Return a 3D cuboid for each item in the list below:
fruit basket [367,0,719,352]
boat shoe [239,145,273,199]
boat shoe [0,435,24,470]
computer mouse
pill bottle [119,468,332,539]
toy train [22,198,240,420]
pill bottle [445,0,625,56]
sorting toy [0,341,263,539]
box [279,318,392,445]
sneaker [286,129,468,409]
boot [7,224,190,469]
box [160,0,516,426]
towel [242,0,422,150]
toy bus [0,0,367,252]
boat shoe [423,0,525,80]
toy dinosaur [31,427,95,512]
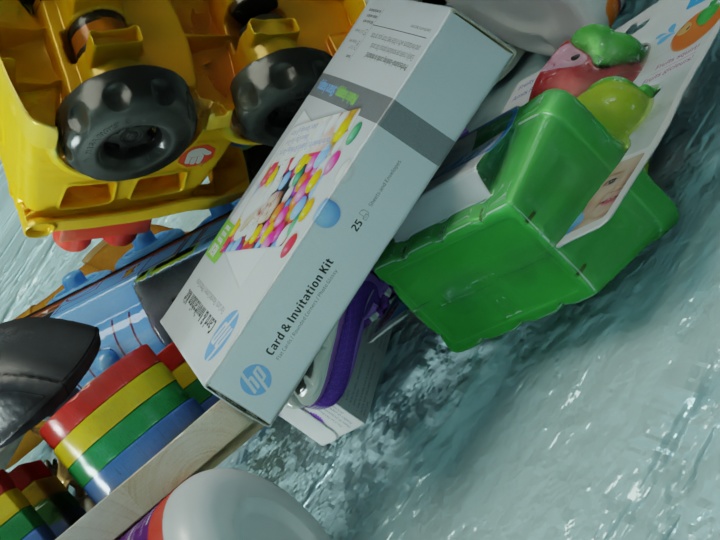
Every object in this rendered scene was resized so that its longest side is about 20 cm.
[{"bbox_3d":[0.090,-0.063,1.038,0.185,0.094,0.200,-26,31,50],"label":"fruit basket"},{"bbox_3d":[-0.046,-0.091,1.361,0.068,0.072,0.200,-40,18,38],"label":"boat shoe"},{"bbox_3d":[-0.233,0.100,1.271,0.073,0.062,0.200,-60,6,9],"label":"boat shoe"},{"bbox_3d":[-0.222,0.090,1.106,0.200,0.046,0.141,-30,21,40],"label":"computer mouse"},{"bbox_3d":[-0.101,0.190,1.019,0.200,0.112,0.113,-43,26,23],"label":"pill bottle"},{"bbox_3d":[-0.116,0.026,1.239,0.200,0.087,0.114,-25,11,21],"label":"toy train"},{"bbox_3d":[0.123,-0.225,1.167,0.200,0.114,0.114,-60,25,-14],"label":"pill bottle"},{"bbox_3d":[-0.144,0.112,1.108,0.199,0.070,0.200,-40,-3,0],"label":"sorting toy"},{"bbox_3d":[0.000,0.000,1.179,0.039,0.041,0.200,-30,34,44],"label":"box"},{"bbox_3d":[0.014,-0.011,1.114,0.081,0.083,0.200,-34,28,56],"label":"sneaker"},{"bbox_3d":[-0.180,0.050,1.398,0.201,0.071,0.144,-54,21,-14],"label":"boot"},{"bbox_3d":[-0.016,-0.035,1.028,0.200,0.041,0.156,-58,16,2],"label":"box"},{"bbox_3d":[-0.014,-0.164,1.275,0.149,0.031,0.200,-21,38,43],"label":"towel"},{"bbox_3d":[-0.107,-0.087,1.180,0.192,0.200,0.136,107,147,-52],"label":"toy bus"},{"bbox_3d":[0.036,-0.156,1.295,0.075,0.062,0.200,-51,25,4],"label":"boat shoe"},{"bbox_3d":[-0.157,0.148,1.271,0.200,0.060,0.106,10,97,60],"label":"toy dinosaur"}]
